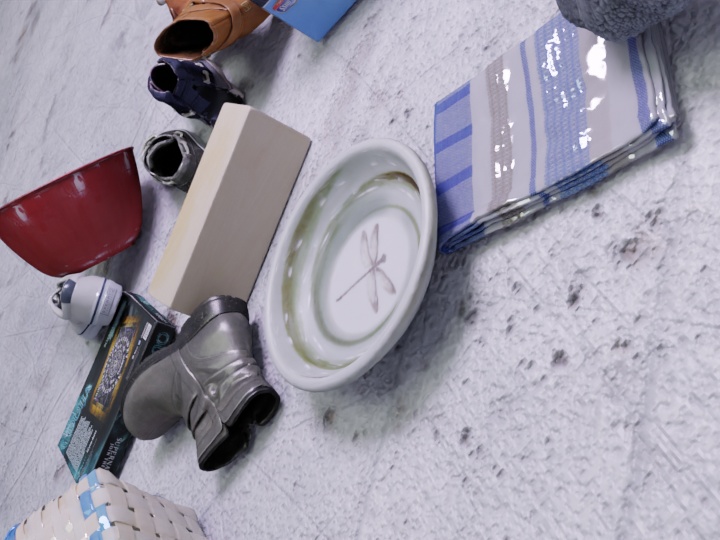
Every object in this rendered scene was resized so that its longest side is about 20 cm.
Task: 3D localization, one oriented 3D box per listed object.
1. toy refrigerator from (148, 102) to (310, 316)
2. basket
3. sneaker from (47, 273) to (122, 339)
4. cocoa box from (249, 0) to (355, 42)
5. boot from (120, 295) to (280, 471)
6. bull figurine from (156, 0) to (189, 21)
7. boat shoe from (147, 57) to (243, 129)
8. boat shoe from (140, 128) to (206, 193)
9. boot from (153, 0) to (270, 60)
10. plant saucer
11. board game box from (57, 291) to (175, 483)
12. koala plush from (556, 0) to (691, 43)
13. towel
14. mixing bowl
[{"bbox_3d":[-0.129,-0.053,0.880,0.070,0.075,0.203,21,89,55],"label":"toy refrigerator"},{"bbox_3d":[-0.228,0.276,0.743,0.200,0.176,0.140,-46,42,10],"label":"basket"},{"bbox_3d":[-0.335,0.034,1.086,0.200,0.070,0.074,-25,45,64],"label":"sneaker"},{"bbox_3d":[-0.034,-0.354,0.871,0.200,0.130,0.135,-39,43,34],"label":"cocoa box"},{"bbox_3d":[-0.154,0.129,0.826,0.200,0.067,0.132,-48,45,28],"label":"boot"},{"bbox_3d":[-0.221,-0.374,1.190,0.121,0.065,0.202,20,88,54],"label":"bull figurine"},{"bbox_3d":[-0.213,-0.228,1.074,0.200,0.092,0.075,36,100,54],"label":"boat shoe"},{"bbox_3d":[-0.219,-0.134,1.055,0.199,0.063,0.072,29,95,55],"label":"boat shoe"},{"bbox_3d":[-0.179,-0.268,1.019,0.198,0.077,0.156,-8,31,39],"label":"boot"},{"bbox_3d":[0.000,0.000,0.699,0.199,0.050,0.203,-30,48,41],"label":"plant saucer"},{"bbox_3d":[-0.275,0.134,1.010,0.135,0.028,0.202,26,92,58],"label":"board game box"},{"bbox_3d":[0.185,-0.256,0.517,0.199,0.185,0.177,-36,40,-11],"label":"koala plush"},{"bbox_3d":[0.122,-0.108,0.620,0.199,0.024,0.149,-29,49,42],"label":"towel"},{"bbox_3d":[-0.344,-0.059,1.105,0.198,0.110,0.200,-26,9,4],"label":"mixing bowl"}]
